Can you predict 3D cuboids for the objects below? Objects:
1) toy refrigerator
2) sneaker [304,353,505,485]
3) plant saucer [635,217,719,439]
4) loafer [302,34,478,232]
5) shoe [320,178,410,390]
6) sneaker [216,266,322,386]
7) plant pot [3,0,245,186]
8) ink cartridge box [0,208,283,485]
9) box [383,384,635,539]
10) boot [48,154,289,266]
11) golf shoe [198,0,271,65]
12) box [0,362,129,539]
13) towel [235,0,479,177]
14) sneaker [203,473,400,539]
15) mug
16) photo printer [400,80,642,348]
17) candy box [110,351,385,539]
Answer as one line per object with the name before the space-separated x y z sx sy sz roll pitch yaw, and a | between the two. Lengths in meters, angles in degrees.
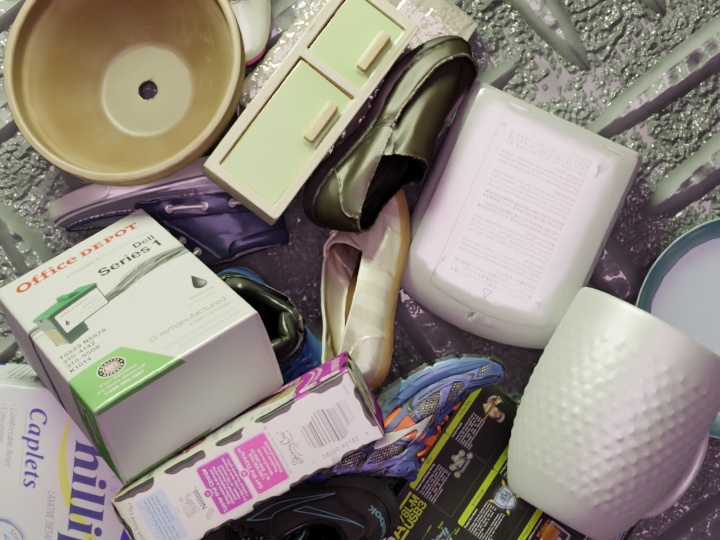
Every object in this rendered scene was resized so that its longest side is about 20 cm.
toy refrigerator | -0.042 -0.141 1.160 0.076 0.070 0.200 37 84 -4
sneaker | 0.037 0.134 1.170 0.200 0.075 0.079 -32 85 2
plant saucer | 0.339 0.050 1.243 0.199 0.027 0.201 0 93 -1
loafer | 0.039 -0.105 1.167 0.071 0.073 0.200 35 85 36
shoe | 0.000 0.000 1.185 0.053 0.070 0.201 18 65 -34
sneaker | -0.061 0.082 1.195 0.077 0.111 0.200 -37 93 1
plant pot | -0.189 -0.163 1.180 0.200 0.093 0.202 -1 80 8
ink cartridge box | -0.177 0.052 1.096 0.146 0.200 0.085 -32 131 -19
box | 0.119 0.226 1.205 0.193 0.048 0.200 37 69 -1
boot | -0.163 -0.041 1.206 0.199 0.073 0.091 -14 87 -1
golf shoe | -0.122 -0.274 1.187 0.075 0.092 0.201 -13 92 -2
box | -0.258 0.181 1.186 0.199 0.105 0.185 5 93 -3
towel | -0.007 -0.178 1.222 0.132 0.034 0.200 39 91 -3
sneaker | -0.070 0.207 1.125 0.199 0.079 0.076 -12 109 26
mug | 0.220 0.137 1.166 0.200 0.147 0.176 32 86 -38
photo printer | 0.131 -0.040 1.213 0.166 0.069 0.201 23 93 -2
candy box | -0.082 0.139 1.069 0.199 0.136 0.061 -30 92 0
